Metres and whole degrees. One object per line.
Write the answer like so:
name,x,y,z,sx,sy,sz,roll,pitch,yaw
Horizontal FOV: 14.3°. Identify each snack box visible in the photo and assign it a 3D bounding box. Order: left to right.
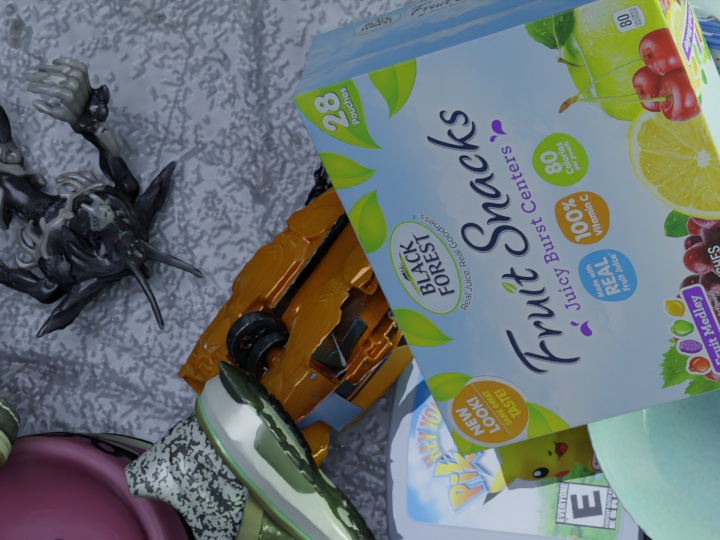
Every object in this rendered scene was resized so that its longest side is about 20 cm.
snack box,0.087,-0.031,1.271,0.168,0.068,0.200,-15,116,18

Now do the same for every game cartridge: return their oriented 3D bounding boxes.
game cartridge,0.080,0.083,1.413,0.133,0.040,0.200,4,81,15

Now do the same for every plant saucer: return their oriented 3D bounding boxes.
plant saucer,0.199,0.070,1.370,0.201,0.039,0.201,4,64,-9

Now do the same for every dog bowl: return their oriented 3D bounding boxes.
dog bowl,-0.153,0.169,1.400,0.200,0.074,0.201,-6,71,19

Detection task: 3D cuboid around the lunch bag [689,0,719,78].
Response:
lunch bag,0.119,-0.110,1.358,0.160,0.200,0.076,10,75,4

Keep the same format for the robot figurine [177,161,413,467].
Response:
robot figurine,0.000,0.000,1.407,0.200,0.058,0.145,-51,35,3

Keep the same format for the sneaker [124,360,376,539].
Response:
sneaker,-0.042,0.138,1.350,0.089,0.077,0.200,-31,112,6

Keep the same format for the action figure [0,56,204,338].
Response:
action figure,-0.174,-0.046,1.447,0.200,0.102,0.119,30,75,15

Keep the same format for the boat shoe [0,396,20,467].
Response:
boat shoe,-0.228,0.050,1.416,0.201,0.072,0.066,8,58,50
